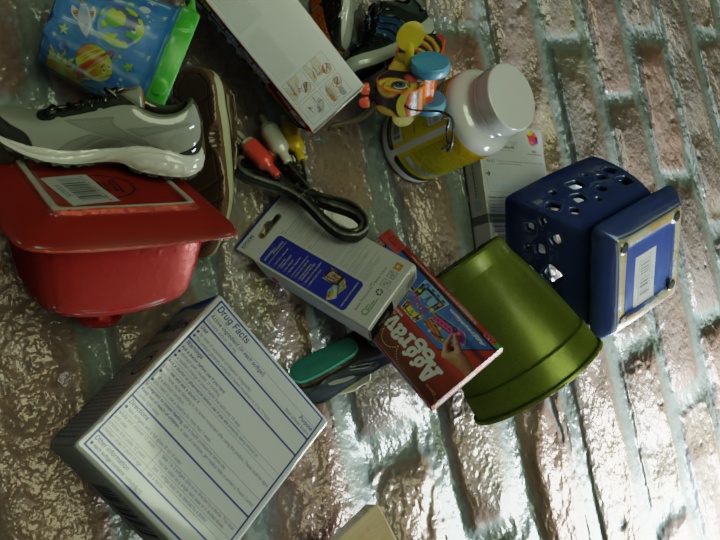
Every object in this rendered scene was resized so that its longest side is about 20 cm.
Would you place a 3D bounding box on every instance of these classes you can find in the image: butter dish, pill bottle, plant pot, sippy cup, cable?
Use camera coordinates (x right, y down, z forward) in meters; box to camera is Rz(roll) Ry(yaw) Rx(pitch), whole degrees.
[{"bbox_3d":[-0.245,-0.016,0.692,0.197,0.200,0.150,-6,120,-38],"label":"butter dish"},{"bbox_3d":[0.128,-0.195,0.967,0.111,0.199,0.114,8,76,-35],"label":"pill bottle"},{"bbox_3d":[0.339,-0.028,1.051,0.198,0.179,0.203,-25,122,-29],"label":"plant pot"},{"bbox_3d":[-0.249,-0.228,0.747,0.129,0.140,0.180,22,47,-19],"label":"sippy cup"},{"bbox_3d":[0.185,0.067,0.979,0.199,0.200,0.194,-32,87,-36],"label":"plant pot"},{"bbox_3d":[-0.074,-0.104,0.844,0.096,0.051,0.200,-28,60,-28],"label":"cable"}]

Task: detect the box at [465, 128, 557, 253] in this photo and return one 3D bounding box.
[{"bbox_3d":[0.231,-0.121,1.129,0.154,0.041,0.203,-3,84,-38],"label":"box"}]

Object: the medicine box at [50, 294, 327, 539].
[{"bbox_3d":[-0.166,0.162,0.738,0.183,0.102,0.200,52,56,-17],"label":"medicine box"}]

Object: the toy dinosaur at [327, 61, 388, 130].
[{"bbox_3d":[0.042,-0.249,0.985,0.048,0.088,0.200,50,55,-5],"label":"toy dinosaur"}]

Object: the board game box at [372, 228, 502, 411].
[{"bbox_3d":[0.055,0.050,0.825,0.103,0.020,0.200,-38,62,-9],"label":"board game box"}]

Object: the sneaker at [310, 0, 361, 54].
[{"bbox_3d":[-0.013,-0.380,0.983,0.091,0.075,0.203,10,76,-39],"label":"sneaker"}]

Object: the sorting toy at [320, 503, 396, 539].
[{"bbox_3d":[-0.023,0.403,0.816,0.199,0.069,0.201,-33,100,-36],"label":"sorting toy"}]

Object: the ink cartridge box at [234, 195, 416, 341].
[{"bbox_3d":[-0.041,-0.009,0.842,0.199,0.037,0.095,30,68,21],"label":"ink cartridge box"}]

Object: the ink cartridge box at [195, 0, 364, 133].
[{"bbox_3d":[-0.103,-0.269,0.865,0.084,0.176,0.200,-41,108,-1],"label":"ink cartridge box"}]

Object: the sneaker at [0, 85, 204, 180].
[{"bbox_3d":[-0.245,-0.139,0.685,0.197,0.074,0.080,3,117,-18],"label":"sneaker"}]

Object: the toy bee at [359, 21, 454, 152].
[{"bbox_3d":[0.053,-0.225,0.864,0.107,0.201,0.133,3,114,0],"label":"toy bee"}]

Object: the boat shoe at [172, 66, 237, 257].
[{"bbox_3d":[-0.164,-0.118,0.815,0.075,0.074,0.206,-16,111,-74],"label":"boat shoe"}]

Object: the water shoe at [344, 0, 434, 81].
[{"bbox_3d":[0.023,-0.321,1.002,0.200,0.071,0.079,-42,102,-42],"label":"water shoe"}]

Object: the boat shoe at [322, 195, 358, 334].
[{"bbox_3d":[0.000,0.000,0.914,0.070,0.069,0.203,-15,91,-37],"label":"boat shoe"}]

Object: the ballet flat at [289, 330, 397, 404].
[{"bbox_3d":[0.010,0.099,0.866,0.198,0.073,0.074,-29,99,-4],"label":"ballet flat"}]
